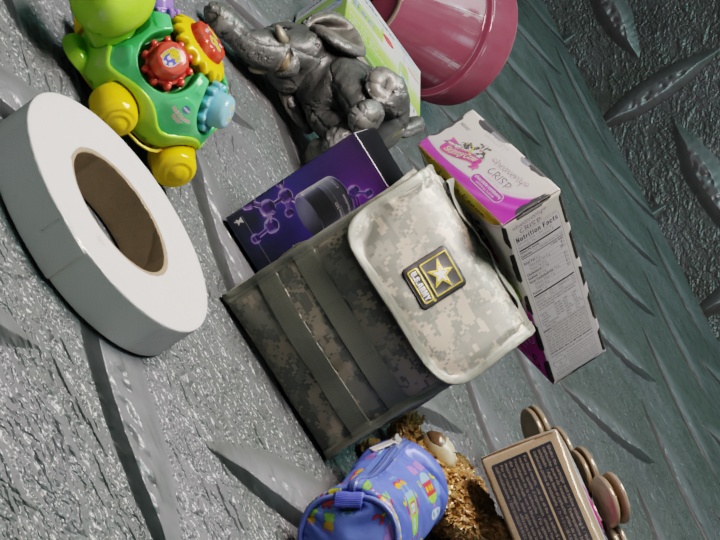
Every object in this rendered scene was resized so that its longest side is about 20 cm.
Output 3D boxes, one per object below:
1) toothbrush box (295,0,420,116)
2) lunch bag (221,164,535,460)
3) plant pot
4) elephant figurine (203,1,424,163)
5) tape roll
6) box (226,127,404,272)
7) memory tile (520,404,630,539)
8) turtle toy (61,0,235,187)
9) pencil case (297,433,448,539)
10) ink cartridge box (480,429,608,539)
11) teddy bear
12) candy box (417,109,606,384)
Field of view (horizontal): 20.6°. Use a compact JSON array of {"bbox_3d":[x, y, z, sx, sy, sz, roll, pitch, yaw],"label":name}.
[{"bbox_3d":[-0.005,-0.227,2.239,0.146,0.086,0.200,53,15,-17],"label":"toothbrush box"},{"bbox_3d":[0.021,0.030,1.596,0.165,0.199,0.118,57,15,-1],"label":"lunch bag"},{"bbox_3d":[0.068,-0.323,2.494,0.178,0.200,0.201,14,43,-46],"label":"plant pot"},{"bbox_3d":[-0.046,-0.204,2.016,0.200,0.141,0.155,45,-17,17],"label":"elephant figurine"},{"bbox_3d":[-0.182,-0.033,1.401,0.203,0.037,0.203,51,17,-22],"label":"tape roll"},{"bbox_3d":[0.000,0.000,1.702,0.201,0.141,0.079,57,17,2],"label":"box"},{"bbox_3d":[0.207,0.226,1.894,0.200,0.017,0.154,-136,-147,-59],"label":"memory tile"},{"bbox_3d":[-0.170,-0.171,1.585,0.200,0.101,0.146,43,21,-43],"label":"turtle toy"},{"bbox_3d":[0.013,0.180,1.498,0.200,0.078,0.087,-27,113,-75],"label":"pencil case"},{"bbox_3d":[0.179,0.240,1.732,0.200,0.075,0.166,51,17,-72],"label":"ink cartridge box"},{"bbox_3d":[0.077,0.185,1.716,0.200,0.067,0.145,46,17,-40],"label":"teddy bear"},{"bbox_3d":[0.128,-0.018,1.660,0.136,0.061,0.201,47,-16,45],"label":"candy box"}]
